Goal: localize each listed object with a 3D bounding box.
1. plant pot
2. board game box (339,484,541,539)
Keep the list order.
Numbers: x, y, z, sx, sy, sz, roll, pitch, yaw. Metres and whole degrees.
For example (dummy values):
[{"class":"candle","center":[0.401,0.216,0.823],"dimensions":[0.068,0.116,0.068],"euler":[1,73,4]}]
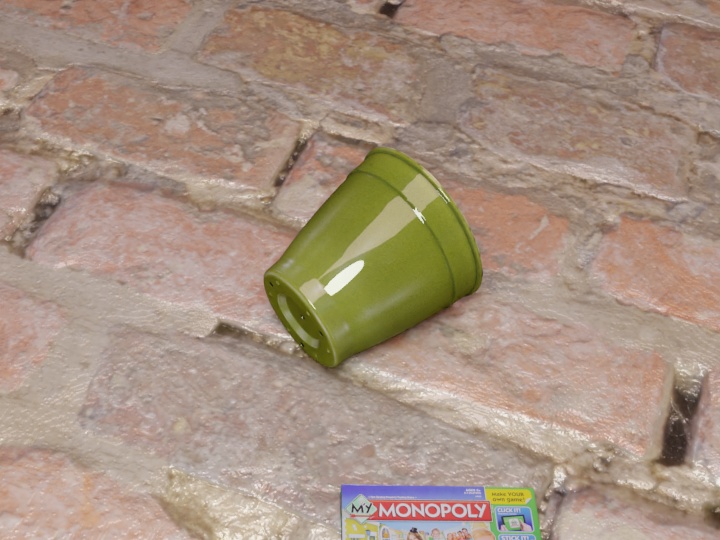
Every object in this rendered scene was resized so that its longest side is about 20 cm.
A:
[{"class":"plant pot","center":[0.000,0.000,1.222],"dimensions":[0.192,0.202,0.200],"euler":[-37,58,-20]},{"class":"board game box","center":[0.079,0.273,1.058],"dimensions":[0.196,0.029,0.136],"euler":[1,46,-4]}]
